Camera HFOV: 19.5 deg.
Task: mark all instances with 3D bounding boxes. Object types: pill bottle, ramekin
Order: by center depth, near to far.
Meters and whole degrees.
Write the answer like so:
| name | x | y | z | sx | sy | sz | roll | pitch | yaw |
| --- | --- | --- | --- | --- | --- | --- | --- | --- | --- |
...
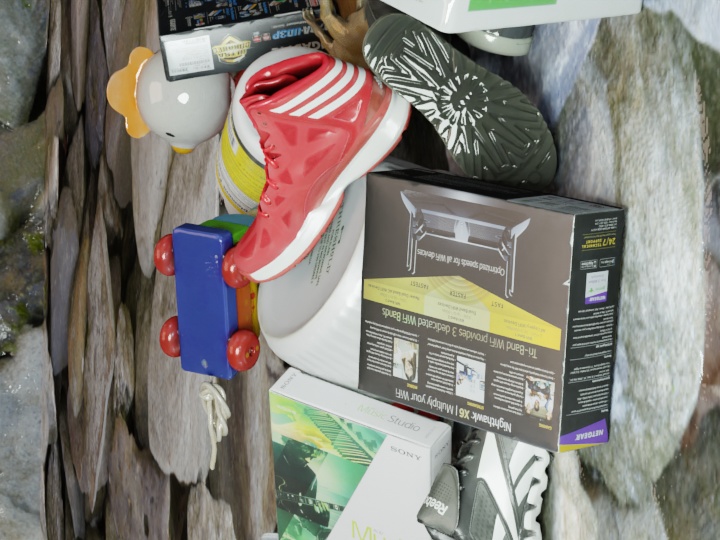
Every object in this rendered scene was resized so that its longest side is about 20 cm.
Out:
| name | x | y | z | sx | sy | sz | roll | pitch | yaw |
| --- | --- | --- | --- | --- | --- | --- | --- | --- | --- |
| ramekin | 0.000 | 0.000 | 1.615 | 0.202 | 0.094 | 0.203 | -45 | 31 | 37 |
| pill bottle | -0.065 | -0.100 | 1.767 | 0.200 | 0.110 | 0.112 | 120 | 147 | -69 |

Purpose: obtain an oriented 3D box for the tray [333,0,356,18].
| name | x | y | z | sx | sy | sz | roll | pitch | yaw |
| --- | --- | --- | --- | --- | --- | --- | --- | --- | --- |
| tray | 0.008 | -0.256 | 1.811 | 0.099 | 0.037 | 0.201 | 109 | 156 | -44 |

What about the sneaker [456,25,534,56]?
| name | x | y | z | sx | sy | sz | roll | pitch | yaw |
| --- | --- | --- | --- | --- | --- | --- | --- | --- | --- |
| sneaker | 0.088 | -0.241 | 1.525 | 0.200 | 0.074 | 0.107 | 52 | 131 | 54 |

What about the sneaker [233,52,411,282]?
| name | x | y | z | sx | sy | sz | roll | pitch | yaw |
| --- | --- | --- | --- | --- | --- | --- | --- | --- | --- |
| sneaker | -0.062 | -0.087 | 1.567 | 0.200 | 0.115 | 0.079 | -50 | 27 | 22 |

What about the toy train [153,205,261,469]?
| name | x | y | z | sx | sy | sz | roll | pitch | yaw |
| --- | --- | --- | --- | --- | --- | --- | --- | --- | --- |
| toy train | -0.100 | 0.049 | 1.715 | 0.084 | 0.116 | 0.201 | 10 | 113 | 31 |

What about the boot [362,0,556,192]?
| name | x | y | z | sx | sy | sz | roll | pitch | yaw |
| --- | --- | --- | --- | --- | --- | --- | --- | --- | --- |
| boot | 0.068 | -0.136 | 1.530 | 0.073 | 0.182 | 0.200 | -42 | 6 | 4 |

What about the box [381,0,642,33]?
| name | x | y | z | sx | sy | sz | roll | pitch | yaw |
| --- | --- | --- | --- | --- | --- | --- | --- | --- | --- |
| box | 0.072 | -0.275 | 1.313 | 0.200 | 0.171 | 0.200 | 34 | 124 | 44 |

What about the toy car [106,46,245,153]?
| name | x | y | z | sx | sy | sz | roll | pitch | yaw |
| --- | --- | --- | --- | --- | --- | --- | --- | --- | --- |
| toy car | -0.140 | -0.145 | 1.961 | 0.184 | 0.199 | 0.178 | -128 | 41 | -76 |

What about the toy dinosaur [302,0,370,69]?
| name | x | y | z | sx | sy | sz | roll | pitch | yaw |
| --- | --- | --- | --- | --- | --- | --- | --- | --- | --- |
| toy dinosaur | -0.006 | -0.200 | 1.738 | 0.200 | 0.058 | 0.102 | 116 | 134 | -65 |

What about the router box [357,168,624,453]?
| name | x | y | z | sx | sy | sz | roll | pitch | yaw |
| --- | --- | --- | --- | --- | --- | --- | --- | --- | --- |
| router box | 0.083 | 0.022 | 1.410 | 0.199 | 0.052 | 0.158 | 15 | 106 | 46 |

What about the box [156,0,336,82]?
| name | x | y | z | sx | sy | sz | roll | pitch | yaw |
| --- | --- | --- | --- | --- | --- | --- | --- | --- | --- |
| box | -0.105 | -0.233 | 1.903 | 0.200 | 0.158 | 0.046 | -107 | 7 | -67 |

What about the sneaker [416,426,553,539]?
| name | x | y | z | sx | sy | sz | roll | pitch | yaw |
| --- | --- | --- | --- | --- | --- | --- | --- | --- | --- |
| sneaker | 0.084 | 0.152 | 1.465 | 0.066 | 0.090 | 0.202 | 175 | 96 | -71 |

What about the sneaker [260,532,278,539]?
| name | x | y | z | sx | sy | sz | roll | pitch | yaw |
| --- | --- | --- | --- | --- | --- | --- | --- | --- | --- |
| sneaker | -0.017 | 0.242 | 1.735 | 0.200 | 0.114 | 0.076 | 121 | 145 | -57 |

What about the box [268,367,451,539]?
| name | x | y | z | sx | sy | sz | roll | pitch | yaw |
| --- | --- | --- | --- | --- | --- | --- | --- | --- | --- |
| box | 0.001 | 0.182 | 1.610 | 0.144 | 0.036 | 0.201 | 18 | 128 | 26 |

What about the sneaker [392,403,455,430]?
| name | x | y | z | sx | sy | sz | roll | pitch | yaw |
| --- | --- | --- | --- | --- | --- | --- | --- | --- | --- |
| sneaker | 0.020 | 0.107 | 1.674 | 0.200 | 0.084 | 0.078 | 131 | 135 | -64 |
